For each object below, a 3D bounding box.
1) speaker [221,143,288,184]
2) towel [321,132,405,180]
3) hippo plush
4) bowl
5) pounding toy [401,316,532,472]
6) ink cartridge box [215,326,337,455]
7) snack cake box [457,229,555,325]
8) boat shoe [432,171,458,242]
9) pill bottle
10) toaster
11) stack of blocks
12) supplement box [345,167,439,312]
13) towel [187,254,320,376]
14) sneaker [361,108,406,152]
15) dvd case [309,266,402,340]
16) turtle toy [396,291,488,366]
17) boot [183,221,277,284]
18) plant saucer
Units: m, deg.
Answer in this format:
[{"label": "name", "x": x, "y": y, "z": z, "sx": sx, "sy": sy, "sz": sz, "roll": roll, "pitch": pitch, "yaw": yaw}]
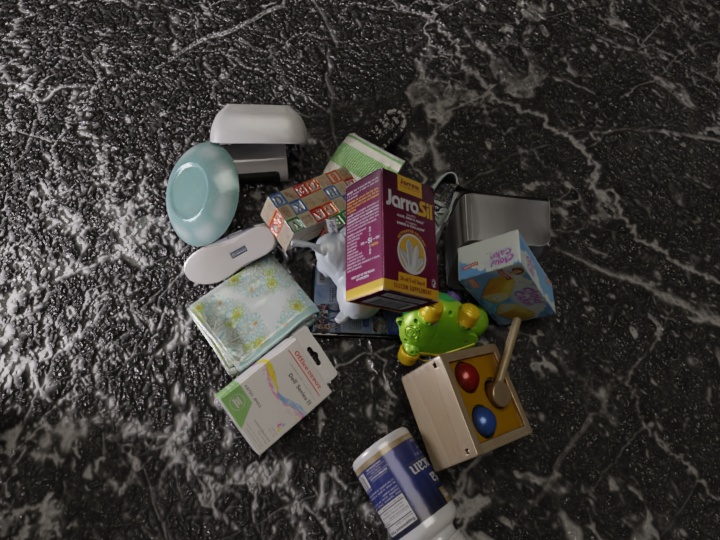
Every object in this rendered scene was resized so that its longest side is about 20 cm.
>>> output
[{"label": "speaker", "x": -0.250, "y": -0.221, "z": 1.185, "sx": 0.194, "sy": 0.082, "sz": 0.083, "roll": -5, "pitch": 62, "yaw": -8}, {"label": "towel", "x": -0.014, "y": -0.171, "z": 1.176, "sx": 0.150, "sy": 0.023, "sz": 0.203, "roll": 30, "pitch": 86, "yaw": 12}, {"label": "hippo plush", "x": 0.000, "y": 0.000, "z": 1.020, "sx": 0.157, "sy": 0.200, "sz": 0.163, "roll": -30, "pitch": 75, "yaw": 4}, {"label": "bowl", "x": -0.205, "y": -0.302, "z": 1.166, "sx": 0.194, "sy": 0.200, "sz": 0.077, "roll": 1, "pitch": 105, "yaw": -6}, {"label": "pounding toy", "x": 0.197, "y": 0.199, "z": 0.941, "sx": 0.197, "sy": 0.142, "sz": 0.188, "roll": -3, "pitch": 64, "yaw": -42}, {"label": "ink cartridge box", "x": -0.131, "y": 0.196, "z": 0.963, "sx": 0.199, "sy": 0.067, "sz": 0.118, "roll": -38, "pitch": 96, "yaw": -22}, {"label": "snack cake box", "x": 0.266, "y": 0.020, "z": 1.020, "sx": 0.113, "sy": 0.200, "sz": 0.069, "roll": -16, "pitch": 53, "yaw": 30}, {"label": "boat shoe", "x": 0.151, "y": -0.123, "z": 1.173, "sx": 0.069, "sy": 0.072, "sz": 0.203, "roll": 24, "pitch": 63, "yaw": 8}, {"label": "pill bottle", "x": 0.081, "y": 0.363, "z": 0.891, "sx": 0.109, "sy": 0.112, "sz": 0.202, "roll": -27, "pitch": 68, "yaw": -18}, {"label": "toaster", "x": 0.249, "y": -0.055, "z": 1.081, "sx": 0.194, "sy": 0.182, "sz": 0.121, "roll": 6, "pitch": 57, "yaw": -2}, {"label": "stack of blocks", "x": -0.075, "y": -0.110, "z": 1.075, "sx": 0.198, "sy": 0.059, "sz": 0.116, "roll": -28, "pitch": 75, "yaw": -38}, {"label": "supplement box", "x": 0.052, "y": -0.045, "z": 0.943, "sx": 0.129, "sy": 0.102, "sz": 0.205, "roll": 12, "pitch": 69, "yaw": -37}, {"label": "towel", "x": -0.197, "y": 0.078, "z": 1.044, "sx": 0.198, "sy": 0.049, "sz": 0.171, "roll": -35, "pitch": 66, "yaw": -20}, {"label": "sneaker", "x": 0.025, "y": -0.259, "z": 1.241, "sx": 0.198, "sy": 0.088, "sz": 0.076, "roll": -37, "pitch": 80, "yaw": 5}, {"label": "dvd case", "x": 0.001, "y": 0.063, "z": 1.094, "sx": 0.194, "sy": 0.018, "sz": 0.146, "roll": 3, "pitch": 63, "yaw": -5}, {"label": "turtle toy", "x": 0.151, "y": 0.096, "z": 1.031, "sx": 0.195, "sy": 0.148, "sz": 0.102, "roll": 9, "pitch": 37, "yaw": -22}, {"label": "boot", "x": -0.242, "y": -0.036, "z": 1.103, "sx": 0.196, "sy": 0.090, "sz": 0.074, "roll": -20, "pitch": 102, "yaw": 9}, {"label": "plant saucer", "x": -0.320, "y": -0.151, "z": 1.096, "sx": 0.197, "sy": 0.038, "sz": 0.207, "roll": -2, "pitch": 85, "yaw": 30}]
